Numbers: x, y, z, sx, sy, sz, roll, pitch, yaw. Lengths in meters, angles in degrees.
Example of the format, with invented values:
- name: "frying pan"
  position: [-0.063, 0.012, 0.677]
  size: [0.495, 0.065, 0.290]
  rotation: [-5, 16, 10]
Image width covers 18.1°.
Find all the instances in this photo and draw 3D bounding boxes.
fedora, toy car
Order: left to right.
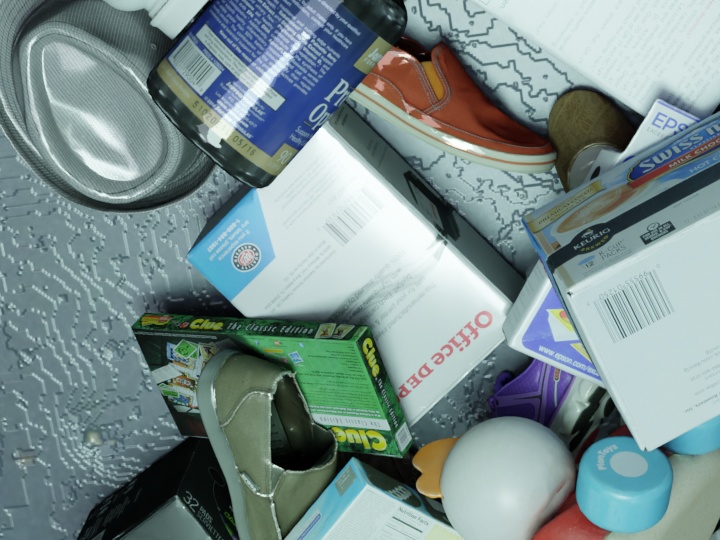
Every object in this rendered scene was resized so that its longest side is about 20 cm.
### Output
- name: "fedora"
  position: [-0.184, -0.124, 1.583]
  size: [0.176, 0.090, 0.200]
  rotation: [-25, 103, 13]
- name: "toy car"
  position: [0.133, 0.147, 1.541]
  size: [0.200, 0.177, 0.185]
  rotation: [25, 133, 25]

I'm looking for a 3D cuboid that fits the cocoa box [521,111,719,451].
- name: "cocoa box"
  position: [0.226, -0.006, 1.439]
  size: [0.200, 0.131, 0.134]
  rotation: [-28, 115, 2]

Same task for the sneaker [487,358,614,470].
- name: "sneaker"
  position: [0.123, 0.121, 1.651]
  size: [0.083, 0.081, 0.200]
  rotation: [38, 115, 24]

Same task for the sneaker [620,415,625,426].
- name: "sneaker"
  position: [0.189, 0.177, 1.648]
  size: [0.087, 0.076, 0.201]
  rotation: [0, 107, 6]

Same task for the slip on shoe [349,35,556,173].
- name: "slip on shoe"
  position: [0.051, -0.126, 1.570]
  size: [0.200, 0.074, 0.061]
  rotation: [30, 106, 1]

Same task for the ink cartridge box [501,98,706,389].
- name: "ink cartridge box"
  position: [0.227, -0.001, 1.537]
  size: [0.198, 0.043, 0.200]
  rotation: [24, 108, -20]

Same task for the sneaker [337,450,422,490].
- name: "sneaker"
  position: [0.013, 0.149, 1.674]
  size: [0.075, 0.070, 0.201]
  rotation: [-25, 103, -13]

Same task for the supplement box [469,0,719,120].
- name: "supplement box"
  position: [0.167, -0.189, 1.519]
  size: [0.200, 0.101, 0.104]
  rotation: [32, 109, -4]

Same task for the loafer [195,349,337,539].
- name: "loafer"
  position: [-0.051, 0.146, 1.576]
  size: [0.069, 0.075, 0.200]
  rotation: [-3, 123, 37]

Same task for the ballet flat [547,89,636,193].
- name: "ballet flat"
  position: [0.184, -0.028, 1.584]
  size: [0.068, 0.072, 0.201]
  rotation: [-16, 105, 13]

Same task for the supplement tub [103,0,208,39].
- name: "supplement tub"
  position: [-0.160, -0.266, 1.506]
  size: [0.200, 0.145, 0.145]
  rotation: [41, 107, -7]

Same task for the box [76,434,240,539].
- name: "box"
  position: [-0.106, 0.246, 1.663]
  size: [0.124, 0.149, 0.200]
  rotation: [-37, 101, 14]

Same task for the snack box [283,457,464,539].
- name: "snack box"
  position: [0.036, 0.221, 1.598]
  size: [0.200, 0.037, 0.116]
  rotation: [31, 105, -33]

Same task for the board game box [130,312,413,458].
- name: "board game box"
  position: [-0.064, 0.080, 1.600]
  size: [0.199, 0.023, 0.105]
  rotation: [3, 126, 34]

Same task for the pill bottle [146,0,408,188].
- name: "pill bottle"
  position: [-0.040, -0.162, 1.496]
  size: [0.112, 0.112, 0.200]
  rotation: [41, 98, -8]

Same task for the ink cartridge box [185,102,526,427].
- name: "ink cartridge box"
  position: [0.000, 0.000, 1.606]
  size: [0.200, 0.084, 0.145]
  rotation: [44, 107, -8]

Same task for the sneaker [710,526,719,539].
- name: "sneaker"
  position: [0.302, 0.197, 1.638]
  size: [0.099, 0.078, 0.201]
  rotation: [-7, 126, -39]
